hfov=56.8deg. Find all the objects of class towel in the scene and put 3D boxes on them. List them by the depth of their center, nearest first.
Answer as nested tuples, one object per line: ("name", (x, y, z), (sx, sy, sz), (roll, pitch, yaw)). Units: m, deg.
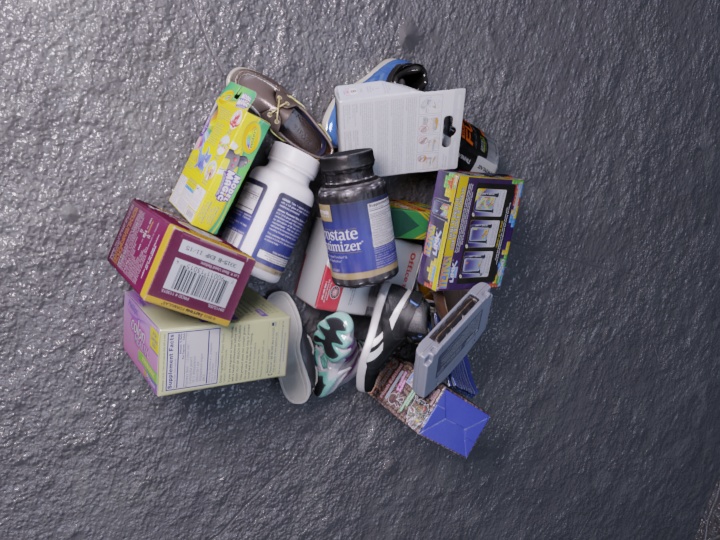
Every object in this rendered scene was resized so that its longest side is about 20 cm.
("towel", (0.191, 0.173, 1.327), (0.200, 0.024, 0.147), (37, 38, -64))

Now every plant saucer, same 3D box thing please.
("plant saucer", (0.180, 0.035, 1.294), (0.200, 0.036, 0.204), (27, 60, -60))

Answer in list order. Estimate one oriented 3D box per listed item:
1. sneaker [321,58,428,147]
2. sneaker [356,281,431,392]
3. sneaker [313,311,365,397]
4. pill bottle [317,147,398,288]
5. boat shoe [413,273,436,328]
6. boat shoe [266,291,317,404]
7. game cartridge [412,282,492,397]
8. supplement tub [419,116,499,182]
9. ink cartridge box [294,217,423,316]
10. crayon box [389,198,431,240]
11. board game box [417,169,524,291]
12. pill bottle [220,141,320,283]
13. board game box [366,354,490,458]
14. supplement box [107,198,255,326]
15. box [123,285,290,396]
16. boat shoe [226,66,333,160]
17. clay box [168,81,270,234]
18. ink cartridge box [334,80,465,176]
("sneaker", (0.029, -0.275, 1.100), (0.200, 0.111, 0.077), (-44, 125, -15))
("sneaker", (0.064, 0.130, 1.150), (0.073, 0.110, 0.203), (-29, 134, -74))
("sneaker", (-0.019, 0.134, 1.212), (0.139, 0.078, 0.201), (-20, 147, -38))
("pill bottle", (-0.006, -0.083, 1.043), (0.111, 0.111, 0.203), (-18, 106, -29))
("boat shoe", (0.132, 0.057, 1.313), (0.070, 0.070, 0.202), (-29, 120, -24))
("boat shoe", (-0.117, 0.129, 1.165), (0.060, 0.073, 0.203), (-40, 117, -68))
("game cartridge", (0.159, 0.124, 1.162), (0.200, 0.041, 0.134), (-41, 153, -31))
("supplement tub", (0.146, -0.222, 1.195), (0.198, 0.122, 0.124), (19, 94, -39))
("ink cartridge box", (0.000, 0.000, 1.190), (0.198, 0.083, 0.146), (11, 99, -36))
("crayon box", (0.086, -0.093, 1.195), (0.198, 0.126, 0.052), (2, 105, -37))
("board game box", (0.192, -0.069, 1.163), (0.163, 0.057, 0.203), (-1, 109, -35))
("pill bottle", (-0.139, -0.093, 1.043), (0.110, 0.111, 0.202), (24, 91, -38))
("board game box", (0.122, 0.252, 1.289), (0.159, 0.199, 0.098), (35, 86, -38))
("supplement box", (-0.254, -0.014, 0.930), (0.130, 0.199, 0.104), (23, 92, -38))
("box", (-0.233, 0.095, 0.998), (0.198, 0.175, 0.098), (-3, 108, -35))
("boat shoe", (-0.120, -0.241, 1.034), (0.200, 0.059, 0.072), (40, 83, -33))
("clay box", (-0.200, -0.166, 0.960), (0.047, 0.115, 0.202), (24, 97, -39))
("ink cartridge box", (0.060, -0.227, 1.072), (0.197, 0.058, 0.164), (-10, 140, -7))
